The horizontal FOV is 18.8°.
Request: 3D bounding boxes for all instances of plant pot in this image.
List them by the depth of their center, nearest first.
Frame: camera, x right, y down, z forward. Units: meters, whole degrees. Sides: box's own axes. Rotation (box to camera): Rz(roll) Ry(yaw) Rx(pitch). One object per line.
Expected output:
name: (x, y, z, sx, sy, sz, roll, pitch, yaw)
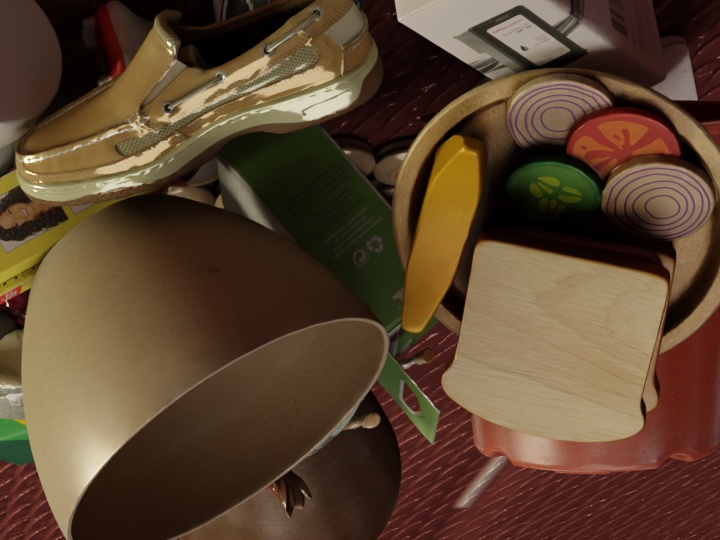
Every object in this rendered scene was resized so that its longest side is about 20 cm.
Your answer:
plant pot: (-0.104, 0.039, 1.160, 0.199, 0.135, 0.201, -32, 159, -14)
plant pot: (0.136, 0.006, 1.262, 0.199, 0.197, 0.201, -2, -172, 0)
plant pot: (-0.071, 0.108, 1.588, 0.185, 0.188, 0.200, -8, 150, 2)

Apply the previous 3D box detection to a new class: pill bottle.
pill bottle: (-0.249, -0.078, 1.194, 0.113, 0.115, 0.200, 9, 152, -33)

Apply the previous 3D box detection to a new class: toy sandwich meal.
toy sandwich meal: (0.102, -0.006, 1.116, 0.203, 0.070, 0.207, 5, 124, 7)

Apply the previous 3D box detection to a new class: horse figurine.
horse figurine: (-0.024, 0.078, 1.381, 0.132, 0.200, 0.050, -16, 114, 45)

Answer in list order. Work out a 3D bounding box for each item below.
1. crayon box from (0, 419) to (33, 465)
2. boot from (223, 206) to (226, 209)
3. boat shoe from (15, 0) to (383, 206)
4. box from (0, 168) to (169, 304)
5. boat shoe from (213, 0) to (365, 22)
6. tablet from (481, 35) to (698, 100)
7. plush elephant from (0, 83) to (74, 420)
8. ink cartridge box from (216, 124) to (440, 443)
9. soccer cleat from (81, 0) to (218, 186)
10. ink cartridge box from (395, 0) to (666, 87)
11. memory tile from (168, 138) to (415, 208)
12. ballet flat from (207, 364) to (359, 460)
crayon box: (-0.173, 0.046, 1.448, 0.199, 0.128, 0.051, -18, 151, 34)
boot: (-0.025, -0.007, 1.444, 0.198, 0.077, 0.155, -1, 160, -31)
boat shoe: (-0.092, -0.099, 1.109, 0.198, 0.072, 0.077, -22, 128, 3)
box: (-0.202, -0.011, 1.177, 0.199, 0.050, 0.075, -30, 172, -18)
boat shoe: (-0.029, -0.148, 1.157, 0.071, 0.068, 0.200, 3, 154, -21)
tablet: (0.156, -0.089, 1.406, 0.129, 0.014, 0.200, -11, 155, 9)
plush elephant: (-0.194, 0.019, 1.298, 0.154, 0.201, 0.165, -28, 162, -2)
ink cartridge box: (0.000, 0.000, 1.275, 0.059, 0.200, 0.104, -39, 169, -11)
soccer cleat: (-0.103, -0.105, 1.243, 0.084, 0.069, 0.200, -17, 158, 1)
ink cartridge box: (0.070, -0.165, 1.089, 0.067, 0.117, 0.199, -23, 151, 29)
memory tile: (-0.049, -0.046, 1.439, 0.198, 0.017, 0.153, -1, 155, -15)
ballet flat: (-0.077, 0.093, 1.289, 0.199, 0.070, 0.071, -27, 176, 43)
